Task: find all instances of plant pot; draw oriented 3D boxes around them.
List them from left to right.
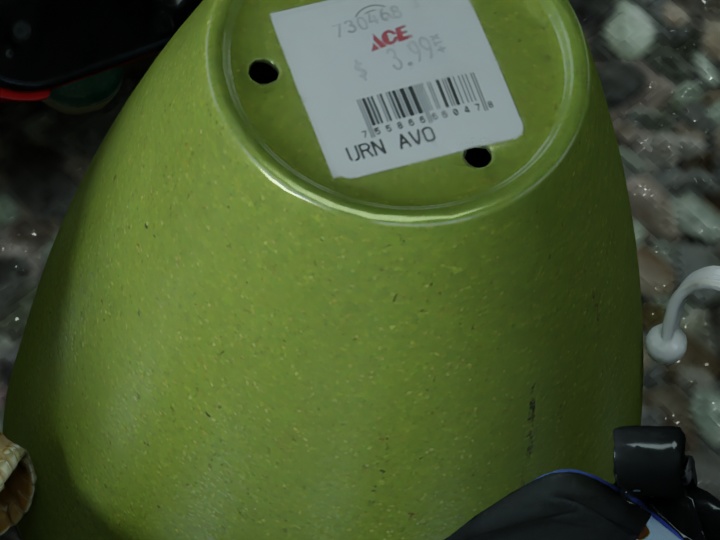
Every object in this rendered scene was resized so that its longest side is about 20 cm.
[{"bbox_3d":[0.000,0.000,0.746,0.187,0.200,0.188,3,60,-6],"label":"plant pot"}]

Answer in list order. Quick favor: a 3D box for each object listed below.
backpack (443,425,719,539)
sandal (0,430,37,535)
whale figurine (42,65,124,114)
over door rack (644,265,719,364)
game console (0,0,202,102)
[{"bbox_3d":[0.047,0.170,0.660,0.190,0.200,0.154,45,35,-2],"label":"backpack"},{"bbox_3d":[-0.114,0.073,0.751,0.070,0.078,0.212,8,35,-44],"label":"sandal"},{"bbox_3d":[-0.086,-0.126,0.864,0.199,0.104,0.159,2,59,-9],"label":"whale figurine"},{"bbox_3d":[0.182,0.045,0.803,0.200,0.067,0.148,40,41,2],"label":"over door rack"},{"bbox_3d":[-0.055,-0.153,0.806,0.200,0.031,0.177,-22,109,-28],"label":"game console"}]
